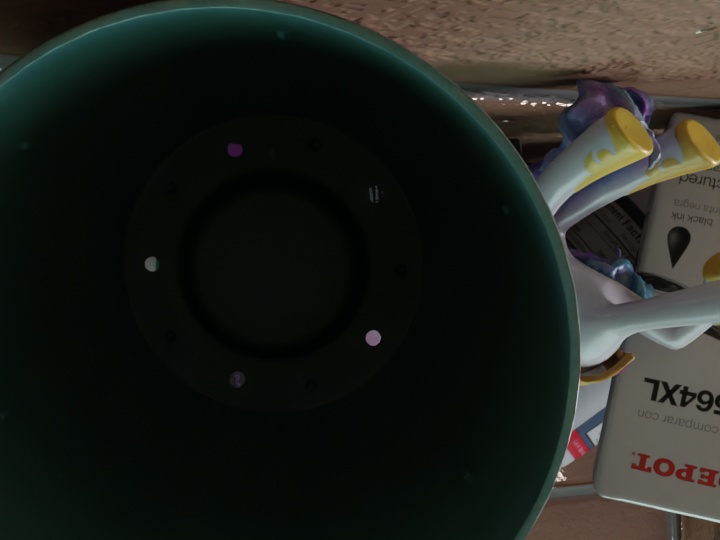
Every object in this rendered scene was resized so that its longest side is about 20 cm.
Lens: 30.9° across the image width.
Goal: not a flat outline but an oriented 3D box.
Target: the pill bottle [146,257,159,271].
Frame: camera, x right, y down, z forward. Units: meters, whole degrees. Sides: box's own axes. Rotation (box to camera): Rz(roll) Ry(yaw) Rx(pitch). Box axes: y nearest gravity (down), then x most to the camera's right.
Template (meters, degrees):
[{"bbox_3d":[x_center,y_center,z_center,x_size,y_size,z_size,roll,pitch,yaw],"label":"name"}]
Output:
[{"bbox_3d":[-0.167,-0.005,0.798,0.112,0.113,0.200,-3,177,10],"label":"pill bottle"}]

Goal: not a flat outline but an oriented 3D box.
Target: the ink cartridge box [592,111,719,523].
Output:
[{"bbox_3d":[0.211,0.033,0.678,0.145,0.201,0.084,11,180,10],"label":"ink cartridge box"}]

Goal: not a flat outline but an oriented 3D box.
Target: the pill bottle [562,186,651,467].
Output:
[{"bbox_3d":[0.165,0.017,0.789,0.200,0.120,0.120,-35,175,3],"label":"pill bottle"}]

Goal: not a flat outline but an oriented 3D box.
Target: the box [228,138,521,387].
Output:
[{"bbox_3d":[0.000,0.000,0.689,0.199,0.144,0.036,-1,171,-26],"label":"box"}]

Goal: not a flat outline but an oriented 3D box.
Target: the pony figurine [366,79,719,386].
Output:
[{"bbox_3d":[0.074,0.001,0.604,0.200,0.193,0.167,-39,-168,38],"label":"pony figurine"}]

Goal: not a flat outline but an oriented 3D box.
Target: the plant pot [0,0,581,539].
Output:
[{"bbox_3d":[-0.036,0.011,0.444,0.200,0.201,0.161,-2,-169,1],"label":"plant pot"}]
